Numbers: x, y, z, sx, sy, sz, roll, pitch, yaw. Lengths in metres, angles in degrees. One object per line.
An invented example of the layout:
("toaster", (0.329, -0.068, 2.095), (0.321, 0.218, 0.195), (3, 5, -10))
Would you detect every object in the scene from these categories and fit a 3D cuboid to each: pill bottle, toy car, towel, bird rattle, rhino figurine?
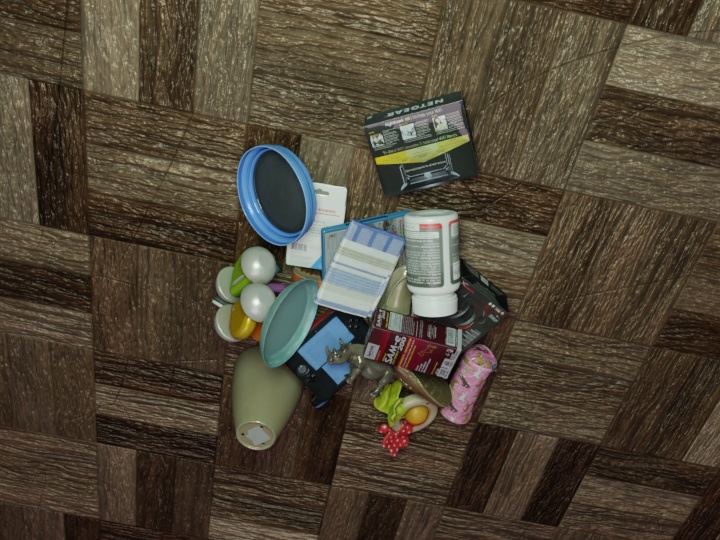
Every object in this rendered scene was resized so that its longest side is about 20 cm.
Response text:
("pill bottle", (0.147, -0.016, 1.511), (0.111, 0.114, 0.205), (-2, 102, 6))
("toy car", (-0.220, 0.058, 1.591), (0.148, 0.204, 0.174), (16, 147, -35))
("towel", (0.000, 0.000, 1.539), (0.144, 0.024, 0.203), (15, 112, -28))
("bird rattle", (0.116, 0.366, 1.824), (0.160, 0.113, 0.203), (-17, 126, -4))
("rhino figurine", (-0.004, 0.214, 1.676), (0.198, 0.060, 0.088), (33, 92, -27))

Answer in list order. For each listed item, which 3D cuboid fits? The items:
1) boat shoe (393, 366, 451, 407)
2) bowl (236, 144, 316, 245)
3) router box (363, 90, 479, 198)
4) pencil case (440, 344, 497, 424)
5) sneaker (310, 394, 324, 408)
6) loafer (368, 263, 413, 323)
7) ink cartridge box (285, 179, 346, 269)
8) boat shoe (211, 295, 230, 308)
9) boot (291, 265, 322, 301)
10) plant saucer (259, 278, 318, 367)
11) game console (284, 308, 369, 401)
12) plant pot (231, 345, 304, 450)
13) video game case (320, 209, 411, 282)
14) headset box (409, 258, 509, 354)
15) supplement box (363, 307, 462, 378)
("boat shoe", (0.131, 0.249, 1.744), (0.199, 0.072, 0.068), (42, 140, 1))
("bowl", (-0.166, -0.152, 1.468), (0.198, 0.039, 0.205), (20, 122, 35))
("router box", (0.119, -0.242, 1.435), (0.196, 0.053, 0.160), (-12, 122, 12))
("pencil case", (0.256, 0.272, 1.755), (0.085, 0.083, 0.203), (25, 124, 7))
("sneaker", (-0.094, 0.236, 1.769), (0.081, 0.071, 0.203), (11, 118, -2))
("loafer", (0.084, 0.066, 1.624), (0.074, 0.069, 0.202), (-10, 141, -34))
("ink cartridge box", (-0.089, -0.106, 1.534), (0.113, 0.068, 0.203), (8, 125, -2))
("boat shoe", (-0.241, 0.089, 1.696), (0.196, 0.073, 0.063), (21, 81, -1))
("boot", (-0.060, 0.040, 1.636), (0.196, 0.076, 0.108), (19, 132, -3))
("plant saucer", (-0.152, 0.106, 1.550), (0.027, 0.200, 0.203), (25, 128, 22))
("game console", (-0.061, 0.186, 1.688), (0.199, 0.031, 0.178), (-40, 116, 1))
("plant pot", (-0.229, 0.316, 1.751), (0.183, 0.202, 0.191), (2, 125, 3))
("video game case", (0.012, -0.044, 1.547), (0.196, 0.018, 0.146), (-13, 127, -18))
("headset box", (0.208, 0.095, 1.642), (0.148, 0.076, 0.200), (36, 120, -19))
("supplement box", (0.112, 0.159, 1.608), (0.196, 0.062, 0.110), (15, 135, -3))
